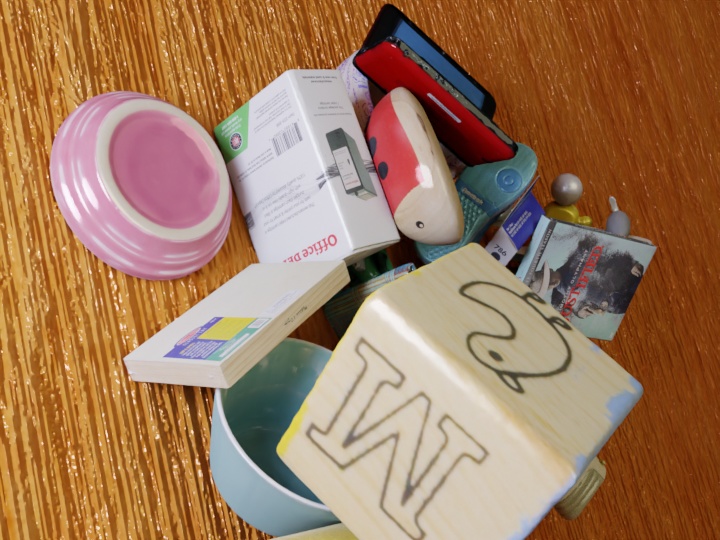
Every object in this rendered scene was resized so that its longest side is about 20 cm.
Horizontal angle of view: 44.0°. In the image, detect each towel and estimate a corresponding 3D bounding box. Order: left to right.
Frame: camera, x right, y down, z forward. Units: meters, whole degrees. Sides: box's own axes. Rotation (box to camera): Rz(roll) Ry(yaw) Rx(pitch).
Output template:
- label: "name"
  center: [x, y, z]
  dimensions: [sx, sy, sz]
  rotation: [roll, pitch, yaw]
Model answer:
- label: "towel"
  center: [0.031, 0.080, 0.946]
  dimensions: [0.022, 0.200, 0.148]
  rotation: [-23, 89, -28]

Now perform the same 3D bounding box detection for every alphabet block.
- label: "alphabet block"
  center: [0.083, 0.127, 0.750]
  dimensions: [0.200, 0.197, 0.195]
  rotation: [41, 30, 16]

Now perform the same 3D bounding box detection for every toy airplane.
- label: "toy airplane"
  center: [0.273, -0.065, 1.240]
  dimensions: [0.198, 0.199, 0.143]
  rotation: [6, 101, -30]

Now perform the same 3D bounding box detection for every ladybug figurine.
- label: "ladybug figurine"
  center: [0.054, -0.112, 0.975]
  dimensions: [0.136, 0.071, 0.202]
  rotation: [67, 4, -59]

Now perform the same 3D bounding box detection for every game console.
- label: "game console"
  center: [0.103, -0.229, 1.050]
  dimensions: [0.199, 0.172, 0.119]
  rotation: [37, 79, -17]

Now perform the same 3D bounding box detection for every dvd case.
- label: "dvd case"
  center: [0.282, 0.015, 1.151]
  dimensions: [0.198, 0.147, 0.022]
  rotation: [11, 20, -31]

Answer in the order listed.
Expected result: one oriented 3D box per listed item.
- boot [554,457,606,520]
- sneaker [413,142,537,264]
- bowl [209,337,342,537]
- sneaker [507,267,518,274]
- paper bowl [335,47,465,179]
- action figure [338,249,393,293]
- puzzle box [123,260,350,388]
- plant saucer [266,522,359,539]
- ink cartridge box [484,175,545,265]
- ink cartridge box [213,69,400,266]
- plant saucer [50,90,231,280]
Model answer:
- label: "boot"
  center: [0.258, 0.198, 1.147]
  dimensions: [0.155, 0.072, 0.201]
  rotation: [43, 55, -16]
- label: "sneaker"
  center: [0.146, -0.075, 1.156]
  dimensions: [0.200, 0.131, 0.080]
  rotation: [-43, 76, -5]
- label: "bowl"
  center: [-0.063, 0.172, 0.845]
  dimensions: [0.199, 0.105, 0.202]
  rotation: [24, 31, -16]
- label: "sneaker"
  center: [0.220, 0.061, 1.240]
  dimensions: [0.200, 0.074, 0.117]
  rotation: [-11, 110, -65]
- label: "paper bowl"
  center: [0.041, -0.187, 1.140]
  dimensions: [0.199, 0.104, 0.203]
  rotation: [21, 57, -36]
- label: "action figure"
  center: [0.000, 0.000, 1.032]
  dimensions: [0.054, 0.118, 0.202]
  rotation: [-15, 73, -34]
- label: "puzzle box"
  center: [-0.116, 0.047, 0.862]
  dimensions: [0.200, 0.132, 0.026]
  rotation: [-41, 120, -45]
- label: "plant saucer"
  center: [-0.059, 0.282, 0.781]
  dimensions: [0.199, 0.200, 0.049]
  rotation: [2, 46, -44]
- label: "ink cartridge box"
  center: [0.174, -0.022, 1.128]
  dimensions: [0.039, 0.201, 0.099]
  rotation: [37, 45, 8]
- label: "ink cartridge box"
  center: [-0.061, -0.094, 0.969]
  dimensions: [0.084, 0.145, 0.202]
  rotation: [-14, 82, -47]
- label: "plant saucer"
  center: [-0.207, -0.093, 0.895]
  dimensions: [0.199, 0.051, 0.203]
  rotation: [21, 57, -36]
